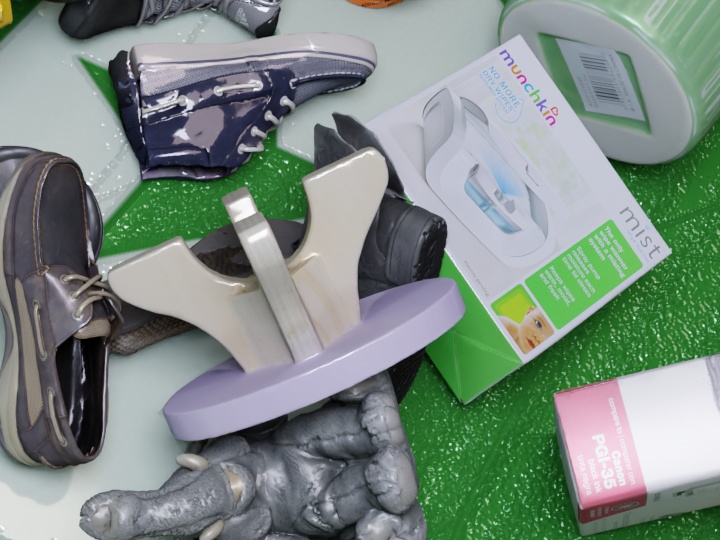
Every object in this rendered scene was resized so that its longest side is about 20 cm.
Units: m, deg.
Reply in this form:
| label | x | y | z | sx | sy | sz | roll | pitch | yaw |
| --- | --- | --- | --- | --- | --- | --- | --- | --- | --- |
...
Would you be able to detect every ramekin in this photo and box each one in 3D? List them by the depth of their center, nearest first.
| label | x | y | z | sx | sy | sz | roll | pitch | yaw |
| --- | --- | --- | --- | --- | --- | --- | --- | --- | --- |
| ramekin | 0.200 | -0.174 | 1.254 | 0.200 | 0.200 | 0.098 | 39 | 67 | -3 |

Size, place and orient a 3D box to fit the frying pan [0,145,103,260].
| label | x | y | z | sx | sy | sz | roll | pitch | yaw |
| --- | --- | --- | --- | --- | --- | --- | --- | --- | --- |
| frying pan | -0.261 | -0.034 | 1.100 | 0.189 | 0.031 | 0.116 | -2 | 69 | -26 |

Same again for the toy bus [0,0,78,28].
| label | x | y | z | sx | sy | sz | roll | pitch | yaw |
| --- | --- | --- | --- | --- | --- | --- | --- | --- | --- |
| toy bus | -0.257 | -0.208 | 1.043 | 0.198 | 0.137 | 0.193 | 2 | 37 | 13 |

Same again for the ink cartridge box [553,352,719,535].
| label | x | y | z | sx | sy | sz | roll | pitch | yaw |
| --- | --- | --- | --- | --- | --- | --- | --- | --- | --- |
| ink cartridge box | 0.237 | 0.113 | 1.133 | 0.198 | 0.147 | 0.083 | -14 | 72 | 4 |

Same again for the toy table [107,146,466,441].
| label | x | y | z | sx | sy | sz | roll | pitch | yaw |
| --- | --- | --- | --- | --- | --- | --- | --- | --- | --- |
| toy table | -0.048 | 0.012 | 1.029 | 0.199 | 0.184 | 0.118 | -27 | 102 | -14 |

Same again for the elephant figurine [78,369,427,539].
| label | x | y | z | sx | sy | sz | roll | pitch | yaw |
| --- | --- | --- | --- | --- | --- | --- | --- | --- | --- |
| elephant figurine | -0.065 | 0.139 | 1.059 | 0.198 | 0.156 | 0.142 | -15 | 37 | 1 |

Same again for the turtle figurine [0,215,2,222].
| label | x | y | z | sx | sy | sz | roll | pitch | yaw |
| --- | --- | --- | --- | --- | --- | --- | --- | --- | --- |
| turtle figurine | -0.323 | -0.061 | 1.040 | 0.199 | 0.101 | 0.150 | 36 | 53 | 14 |

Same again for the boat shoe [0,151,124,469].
| label | x | y | z | sx | sy | sz | roll | pitch | yaw |
| --- | --- | --- | --- | --- | --- | --- | --- | --- | --- |
| boat shoe | -0.182 | 0.027 | 1.035 | 0.074 | 0.073 | 0.202 | -16 | 110 | -57 |

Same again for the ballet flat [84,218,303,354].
| label | x | y | z | sx | sy | sz | roll | pitch | yaw |
| --- | --- | --- | --- | --- | --- | --- | --- | --- | --- |
| ballet flat | -0.107 | 0.015 | 1.137 | 0.199 | 0.047 | 0.067 | -22 | 56 | -34 |

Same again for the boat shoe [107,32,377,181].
| label | x | y | z | sx | sy | sz | roll | pitch | yaw |
| --- | --- | --- | --- | --- | --- | --- | --- | --- | --- |
| boat shoe | -0.078 | -0.114 | 1.188 | 0.198 | 0.075 | 0.094 | -6 | 78 | -16 |

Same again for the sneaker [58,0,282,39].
| label | x | y | z | sx | sy | sz | roll | pitch | yaw |
| --- | --- | --- | --- | --- | --- | --- | --- | --- | --- |
| sneaker | -0.117 | -0.202 | 1.201 | 0.116 | 0.075 | 0.200 | 47 | 59 | -2 |

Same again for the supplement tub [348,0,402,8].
| label | x | y | z | sx | sy | sz | roll | pitch | yaw |
| --- | --- | --- | --- | --- | --- | --- | --- | --- | --- |
| supplement tub | 0.038 | -0.285 | 1.225 | 0.122 | 0.200 | 0.124 | 8 | 67 | -19 |

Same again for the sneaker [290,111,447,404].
| label | x | y | z | sx | sy | sz | roll | pitch | yaw |
| --- | --- | --- | --- | --- | --- | --- | --- | --- | --- |
| sneaker | -0.002 | 0.001 | 1.131 | 0.104 | 0.201 | 0.060 | 26 | 33 | 21 |

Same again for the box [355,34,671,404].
| label | x | y | z | sx | sy | sz | roll | pitch | yaw |
| --- | --- | --- | --- | --- | --- | --- | --- | --- | --- |
| box | 0.095 | -0.038 | 1.200 | 0.176 | 0.097 | 0.201 | -31 | 85 | -33 |
